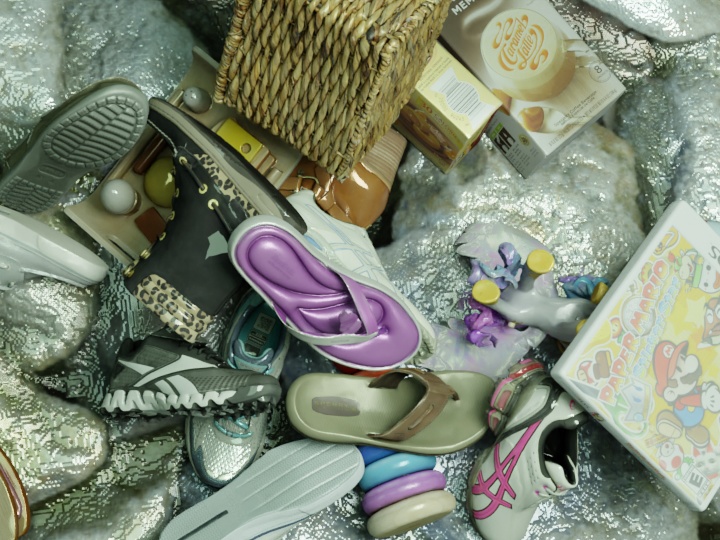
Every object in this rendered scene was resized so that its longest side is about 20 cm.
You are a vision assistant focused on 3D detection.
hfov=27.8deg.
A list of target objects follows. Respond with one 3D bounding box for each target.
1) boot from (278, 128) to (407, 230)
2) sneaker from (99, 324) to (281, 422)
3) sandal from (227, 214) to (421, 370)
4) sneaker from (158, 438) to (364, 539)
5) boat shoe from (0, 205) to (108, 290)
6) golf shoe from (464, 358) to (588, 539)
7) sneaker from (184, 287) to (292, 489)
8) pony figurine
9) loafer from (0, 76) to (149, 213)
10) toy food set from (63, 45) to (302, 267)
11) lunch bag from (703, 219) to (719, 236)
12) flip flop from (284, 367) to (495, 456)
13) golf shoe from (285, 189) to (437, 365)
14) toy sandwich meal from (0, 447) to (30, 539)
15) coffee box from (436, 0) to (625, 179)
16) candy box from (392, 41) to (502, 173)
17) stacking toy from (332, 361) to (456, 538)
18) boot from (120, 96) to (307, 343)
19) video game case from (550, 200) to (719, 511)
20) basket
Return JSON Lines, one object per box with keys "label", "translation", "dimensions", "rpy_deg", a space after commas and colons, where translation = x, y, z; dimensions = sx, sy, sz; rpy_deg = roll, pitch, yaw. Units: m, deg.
{"label": "boot", "translation": [-0.070, -0.098, 1.400], "dimensions": [0.200, 0.077, 0.155], "rpy_deg": [29, 79, -8]}
{"label": "sneaker", "translation": [-0.153, 0.087, 1.288], "dimensions": [0.066, 0.200, 0.091], "rpy_deg": [17, 72, -50]}
{"label": "sandal", "translation": [-0.031, 0.031, 1.235], "dimensions": [0.203, 0.050, 0.082], "rpy_deg": [34, 104, -24]}
{"label": "sneaker", "translation": [-0.086, 0.217, 1.316], "dimensions": [0.200, 0.071, 0.073], "rpy_deg": [-26, 55, -4]}
{"label": "boat shoe", "translation": [-0.335, -0.020, 1.343], "dimensions": [0.200, 0.072, 0.069], "rpy_deg": [22, 96, -9]}
{"label": "golf shoe", "translation": [0.149, 0.182, 1.299], "dimensions": [0.073, 0.200, 0.092], "rpy_deg": [-18, 42, -32]}
{"label": "sneaker", "translation": [-0.111, 0.100, 1.332], "dimensions": [0.078, 0.086, 0.200], "rpy_deg": [15, 75, -3]}
{"label": "pony figurine", "translation": [0.153, 0.036, 1.348], "dimensions": [0.193, 0.200, 0.167], "rpy_deg": [20, 80, 13]}
{"label": "loafer", "translation": [-0.267, -0.126, 1.325], "dimensions": [0.075, 0.200, 0.070], "rpy_deg": [27, 47, -38]}
{"label": "toy food set", "translation": [-0.163, -0.089, 1.351], "dimensions": [0.143, 0.060, 0.200], "rpy_deg": [39, 93, 13]}
{"label": "lunch bag", "translation": [0.309, 0.056, 1.362], "dimensions": [0.082, 0.161, 0.200], "rpy_deg": [5, 77, -7]}
{"label": "flip flop", "translation": [0.033, 0.117, 1.291], "dimensions": [0.200, 0.058, 0.081], "rpy_deg": [5, 61, -17]}
{"label": "golf shoe", "translation": [0.000, 0.000, 1.329], "dimensions": [0.200, 0.078, 0.097], "rpy_deg": [40, 49, -6]}
{"label": "toy sandwich meal", "translation": [-0.389, 0.232, 1.270], "dimensions": [0.205, 0.070, 0.205], "rpy_deg": [2, 77, -7]}
{"label": "coffee box", "translation": [0.148, -0.208, 1.443], "dimensions": [0.114, 0.080, 0.200], "rpy_deg": [-40, 85, -15]}
{"label": "candy box", "translation": [0.037, -0.193, 1.406], "dimensions": [0.200, 0.115, 0.055], "rpy_deg": [44, 74, 4]}
{"label": "stacking toy", "translation": [0.017, 0.142, 1.349], "dimensions": [0.085, 0.085, 0.200], "rpy_deg": [-17, 74, -11]}
{"label": "boot", "translation": [-0.158, -0.047, 1.283], "dimensions": [0.200, 0.073, 0.151], "rpy_deg": [42, 97, 21]}
{"label": "video game case", "translation": [0.281, 0.072, 1.246], "dimensions": [0.182, 0.023, 0.200], "rpy_deg": [43, 70, -13]}
{"label": "basket", "translation": [-0.020, -0.207, 1.265], "dimensions": [0.149, 0.200, 0.143], "rpy_deg": [33, 55, 8]}
